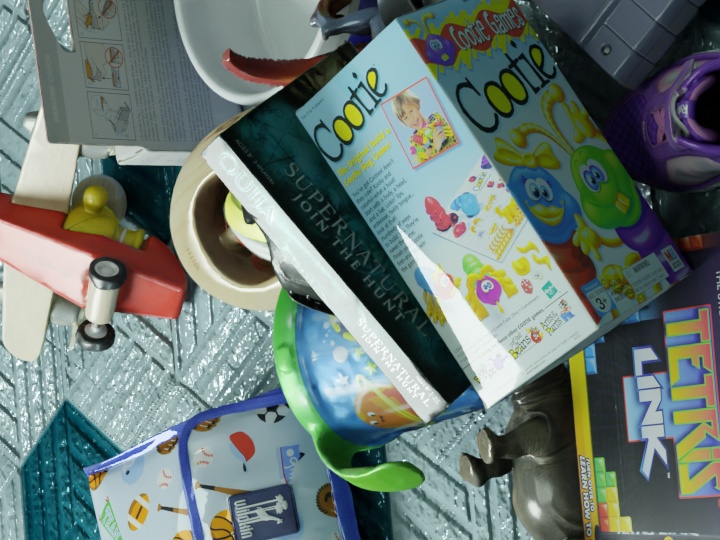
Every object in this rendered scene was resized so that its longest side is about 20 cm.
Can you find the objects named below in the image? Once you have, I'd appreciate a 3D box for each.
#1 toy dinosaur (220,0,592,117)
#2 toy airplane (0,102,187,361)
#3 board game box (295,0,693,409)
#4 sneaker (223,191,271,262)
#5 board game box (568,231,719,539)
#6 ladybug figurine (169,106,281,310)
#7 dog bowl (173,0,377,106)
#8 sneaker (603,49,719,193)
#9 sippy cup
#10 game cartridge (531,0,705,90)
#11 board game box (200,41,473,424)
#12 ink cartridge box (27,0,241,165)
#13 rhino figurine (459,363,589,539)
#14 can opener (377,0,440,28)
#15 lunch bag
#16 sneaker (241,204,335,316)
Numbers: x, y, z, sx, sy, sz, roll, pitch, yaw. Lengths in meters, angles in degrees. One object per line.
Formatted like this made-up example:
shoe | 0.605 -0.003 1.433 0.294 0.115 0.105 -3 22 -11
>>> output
toy dinosaur | 0.049 -0.110 1.464 0.181 0.199 0.106 30 141 39
toy airplane | -0.240 -0.034 1.834 0.199 0.141 0.200 -19 108 36
board game box | 0.075 -0.045 1.326 0.105 0.103 0.201 -38 82 43
sneaker | -0.005 -0.061 1.485 0.198 0.078 0.091 -5 127 30
board game box | 0.195 0.082 1.350 0.165 0.056 0.202 -12 81 52
ladybug figurine | -0.048 -0.049 1.628 0.199 0.072 0.137 -25 93 41
dog bowl | -0.045 -0.214 1.633 0.199 0.078 0.202 0 90 51
sneaker | 0.197 -0.087 1.319 0.199 0.088 0.081 -7 88 55
sippy cup | 0.035 0.042 1.503 0.130 0.139 0.180 -11 93 40
game cartridge | 0.139 -0.214 1.405 0.130 0.038 0.200 -55 48 16
board game box | 0.015 -0.026 1.364 0.200 0.135 0.028 50 136 0
ink cartridge box | -0.177 -0.179 1.722 0.045 0.175 0.202 -22 73 50
rhino figurine | 0.107 0.108 1.430 0.060 0.087 0.202 -27 74 64
can opener | 0.094 -0.112 1.397 0.200 0.063 0.079 52 135 11
lunch bag | -0.088 0.188 1.664 0.199 0.123 0.172 -23 72 35
sneaker | 0.000 0.000 1.428 0.200 0.066 0.091 47 138 9
